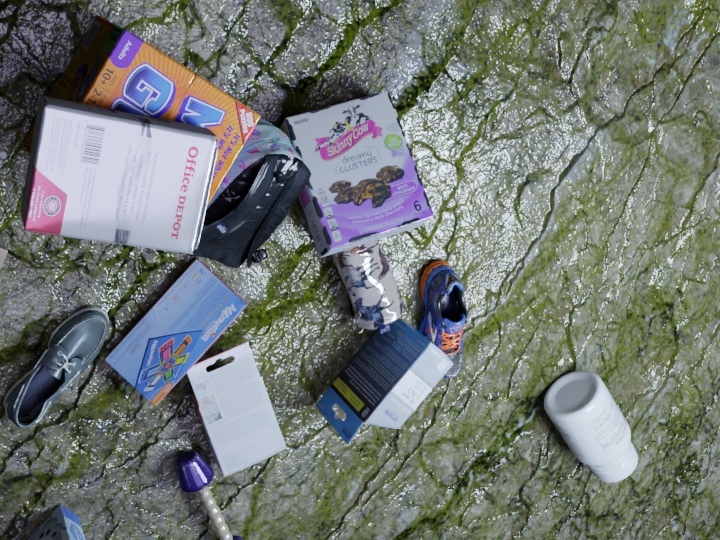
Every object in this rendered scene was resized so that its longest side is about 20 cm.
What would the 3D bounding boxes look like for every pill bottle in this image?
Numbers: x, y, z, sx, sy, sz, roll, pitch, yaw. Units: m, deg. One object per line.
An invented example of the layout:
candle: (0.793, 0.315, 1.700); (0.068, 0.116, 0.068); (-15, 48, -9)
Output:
pill bottle: (0.422, 0.286, 1.852); (0.114, 0.114, 0.200); (-39, 119, -7)

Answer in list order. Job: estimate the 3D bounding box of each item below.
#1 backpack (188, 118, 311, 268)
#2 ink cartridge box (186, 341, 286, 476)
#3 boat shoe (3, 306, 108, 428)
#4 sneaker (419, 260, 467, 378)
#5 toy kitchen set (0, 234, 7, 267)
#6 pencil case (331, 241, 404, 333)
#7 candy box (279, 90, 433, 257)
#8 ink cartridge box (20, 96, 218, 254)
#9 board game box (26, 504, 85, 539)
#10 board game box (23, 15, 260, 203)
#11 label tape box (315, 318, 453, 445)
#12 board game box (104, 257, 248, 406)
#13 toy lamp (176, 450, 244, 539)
backpack: (-0.169, -0.111, 1.426); (0.200, 0.127, 0.167); (-49, 150, 19)
ink cartridge box: (-0.197, 0.207, 1.584); (0.109, 0.050, 0.201); (-23, 114, -15)
boat shoe: (-0.424, 0.140, 1.451); (0.200, 0.062, 0.073); (-48, 119, -3)
sneaker: (0.139, 0.088, 1.678); (0.075, 0.078, 0.201); (-15, 113, -18)
toy kitchen set: (-0.563, 0.038, 1.296); (0.180, 0.163, 0.201); (22, 97, -29)
pencil case: (0.000, 0.000, 1.586); (0.089, 0.078, 0.201); (-37, 119, -25)
candy box: (-0.009, -0.141, 1.491); (0.167, 0.072, 0.201); (-18, 85, -17)
ink cartridge box: (-0.279, -0.109, 1.190); (0.199, 0.085, 0.146); (9, 103, -24)
board game box: (-0.468, 0.466, 1.463); (0.200, 0.199, 0.043); (-47, 119, -3)
board game box: (-0.287, -0.181, 1.324); (0.199, 0.200, 0.200); (30, 94, -29)
label tape box: (0.035, 0.180, 1.625); (0.066, 0.143, 0.200); (40, 88, -29)
board game box: (-0.269, 0.090, 1.503); (0.103, 0.019, 0.200); (42, 87, 0)
toy lamp: (-0.236, 0.371, 1.617); (0.058, 0.058, 0.201); (-28, 116, -13)
